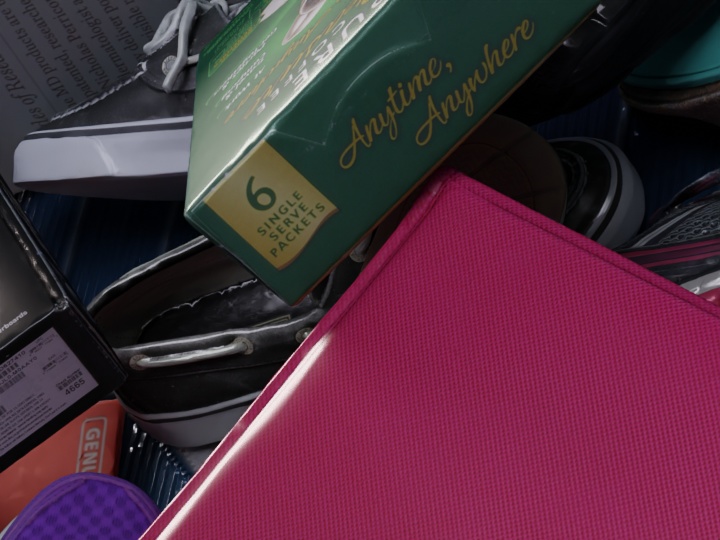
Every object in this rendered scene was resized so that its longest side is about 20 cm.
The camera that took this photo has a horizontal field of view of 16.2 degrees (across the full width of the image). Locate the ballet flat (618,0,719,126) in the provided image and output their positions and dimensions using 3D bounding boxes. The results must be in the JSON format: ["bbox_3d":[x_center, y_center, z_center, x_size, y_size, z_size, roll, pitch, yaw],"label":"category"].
[{"bbox_3d":[0.161,-0.075,0.836,0.068,0.067,0.200,-58,19,-23],"label":"ballet flat"}]

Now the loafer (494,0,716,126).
[{"bbox_3d":[0.107,-0.127,0.849,0.068,0.070,0.201,41,75,12],"label":"loafer"}]

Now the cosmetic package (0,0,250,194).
[{"bbox_3d":[-0.118,-0.156,0.970,0.200,0.166,0.167,-20,51,10],"label":"cosmetic package"}]

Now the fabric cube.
[{"bbox_3d":[0.067,0.128,0.661,0.199,0.200,0.196,30,74,38],"label":"fabric cube"}]

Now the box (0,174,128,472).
[{"bbox_3d":[-0.195,0.042,0.877,0.200,0.044,0.160,-36,39,-2],"label":"box"}]

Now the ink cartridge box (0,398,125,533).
[{"bbox_3d":[-0.177,0.131,0.876,0.174,0.044,0.200,-11,53,20],"label":"ink cartridge box"}]

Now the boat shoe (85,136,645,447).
[{"bbox_3d":[0.000,0.000,0.871,0.200,0.064,0.071,-24,50,7],"label":"boat shoe"}]

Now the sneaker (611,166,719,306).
[{"bbox_3d":[0.148,-0.014,0.802,0.200,0.081,0.075,-27,48,6],"label":"sneaker"}]

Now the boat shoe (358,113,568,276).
[{"bbox_3d":[0.015,0.044,0.821,0.072,0.065,0.200,29,98,23],"label":"boat shoe"}]

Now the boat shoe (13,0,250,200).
[{"bbox_3d":[-0.043,-0.067,0.907,0.199,0.074,0.068,-9,80,38],"label":"boat shoe"}]

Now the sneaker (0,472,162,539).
[{"bbox_3d":[-0.085,0.131,0.751,0.080,0.088,0.200,15,42,-6],"label":"sneaker"}]

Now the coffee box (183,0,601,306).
[{"bbox_3d":[0.004,-0.070,0.749,0.123,0.044,0.200,-45,14,9],"label":"coffee box"}]
